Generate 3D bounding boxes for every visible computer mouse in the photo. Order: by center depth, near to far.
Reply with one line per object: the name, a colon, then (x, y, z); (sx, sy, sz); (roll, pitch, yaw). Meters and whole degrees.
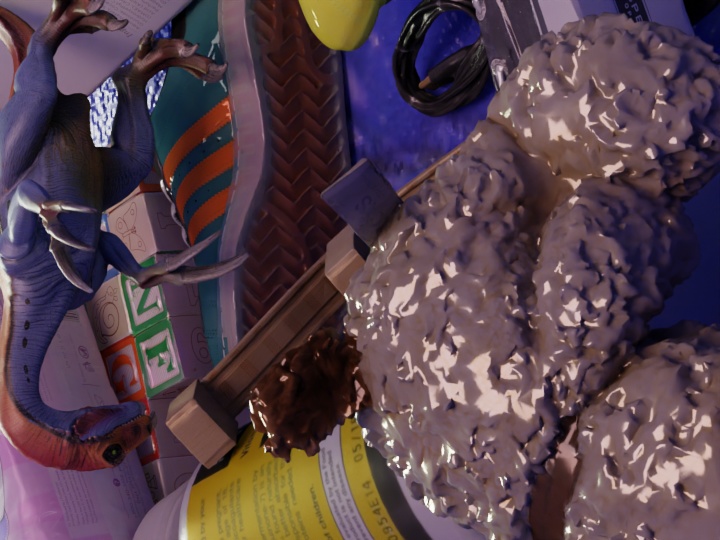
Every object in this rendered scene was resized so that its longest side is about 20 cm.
computer mouse: (0.079, -0.106, 0.884); (0.200, 0.034, 0.059); (-21, 110, 50)

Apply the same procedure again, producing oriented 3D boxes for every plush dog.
plush dog: (0.078, 0.048, 0.706); (0.171, 0.160, 0.201); (34, 135, 32)

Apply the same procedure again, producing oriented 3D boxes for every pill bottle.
pill bottle: (0.000, 0.099, 0.909); (0.200, 0.114, 0.115); (-33, 67, 43)

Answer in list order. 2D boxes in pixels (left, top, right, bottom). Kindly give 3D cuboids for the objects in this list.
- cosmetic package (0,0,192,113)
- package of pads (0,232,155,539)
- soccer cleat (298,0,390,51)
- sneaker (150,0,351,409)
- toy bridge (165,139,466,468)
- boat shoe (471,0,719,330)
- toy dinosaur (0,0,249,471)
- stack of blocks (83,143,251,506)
cosmetic package: (-0.127, -0.150, 1.044); (0.200, 0.081, 0.113); (-35, 33, 40)
package of pads: (-0.155, 0.095, 1.023); (0.120, 0.075, 0.201); (-41, 62, 37)
soccer cleat: (-0.026, -0.185, 0.896); (0.065, 0.083, 0.201); (-164, 70, -67)
sneaker: (-0.051, -0.035, 1.002); (0.080, 0.071, 0.201); (-13, 73, 48)
toy bridge: (0.000, 0.000, 0.911); (0.200, 0.067, 0.027); (-42, 99, 8)
boat shoe: (0.080, -0.060, 0.827); (0.068, 0.072, 0.201); (0, 113, 53)
toy dinosaur: (-0.115, -0.013, 0.933); (0.200, 0.105, 0.182); (8, 75, 54)
stack of blocks: (-0.094, 0.050, 1.055); (0.115, 0.058, 0.201); (-27, 71, 45)
